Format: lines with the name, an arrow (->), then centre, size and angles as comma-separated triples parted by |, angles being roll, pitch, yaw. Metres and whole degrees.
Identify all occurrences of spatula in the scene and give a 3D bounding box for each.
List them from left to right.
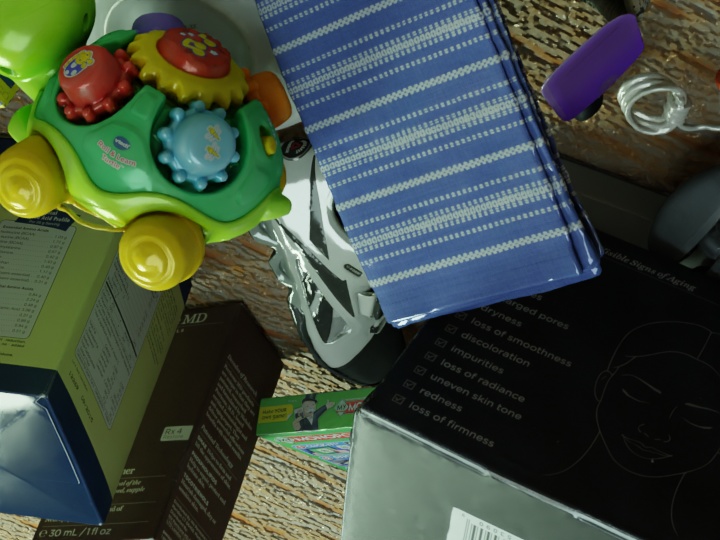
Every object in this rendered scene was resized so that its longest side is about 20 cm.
spatula -> 0.117, -0.095, 0.908 | 0.057, 0.200, 0.021 | -43, 86, 4

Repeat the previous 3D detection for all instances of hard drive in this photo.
hard drive -> 0.134, 0.016, 1.114 | 0.131, 0.027, 0.200 | 20, 141, -3

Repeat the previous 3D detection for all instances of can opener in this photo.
can opener -> 0.180, 0.010, 1.043 | 0.067, 0.053, 0.200 | 49, 142, 12

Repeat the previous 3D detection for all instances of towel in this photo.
towel -> 0.030, -0.075, 0.881 | 0.145, 0.024, 0.201 | -17, 97, 44

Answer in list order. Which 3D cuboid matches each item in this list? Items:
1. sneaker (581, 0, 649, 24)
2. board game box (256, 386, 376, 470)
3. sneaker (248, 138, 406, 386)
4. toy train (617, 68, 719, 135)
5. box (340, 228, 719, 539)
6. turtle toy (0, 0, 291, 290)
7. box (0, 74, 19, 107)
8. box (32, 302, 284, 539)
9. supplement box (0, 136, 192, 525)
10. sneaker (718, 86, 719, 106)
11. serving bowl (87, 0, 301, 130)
sneaker -> 0.071, -0.182, 0.855 | 0.199, 0.089, 0.077 | 26, 140, -10
board game box -> 0.049, 0.109, 1.201 | 0.199, 0.029, 0.134 | -8, 155, 36
sneaker -> 0.000, 0.000, 1.107 | 0.088, 0.074, 0.200 | -4, 137, 27
toy train -> 0.219, -0.135, 0.888 | 0.150, 0.056, 0.200 | 25, 137, -7
box -> 0.123, 0.091, 0.957 | 0.199, 0.197, 0.124 | 24, 137, 17
turtle toy -> -0.119, -0.084, 0.913 | 0.200, 0.146, 0.101 | 30, 119, 7
box -> -0.263, -0.128, 1.023 | 0.200, 0.064, 0.070 | -3, 139, 46
box -> -0.132, 0.121, 1.199 | 0.100, 0.200, 0.075 | -8, 133, 27
supplement box -> -0.237, 0.031, 1.131 | 0.199, 0.200, 0.135 | 5, 140, 15
sneaker -> 0.256, -0.034, 0.869 | 0.199, 0.084, 0.081 | 28, 139, -4
serving bowl -> -0.090, -0.142, 0.981 | 0.199, 0.066, 0.200 | 10, 141, 8
